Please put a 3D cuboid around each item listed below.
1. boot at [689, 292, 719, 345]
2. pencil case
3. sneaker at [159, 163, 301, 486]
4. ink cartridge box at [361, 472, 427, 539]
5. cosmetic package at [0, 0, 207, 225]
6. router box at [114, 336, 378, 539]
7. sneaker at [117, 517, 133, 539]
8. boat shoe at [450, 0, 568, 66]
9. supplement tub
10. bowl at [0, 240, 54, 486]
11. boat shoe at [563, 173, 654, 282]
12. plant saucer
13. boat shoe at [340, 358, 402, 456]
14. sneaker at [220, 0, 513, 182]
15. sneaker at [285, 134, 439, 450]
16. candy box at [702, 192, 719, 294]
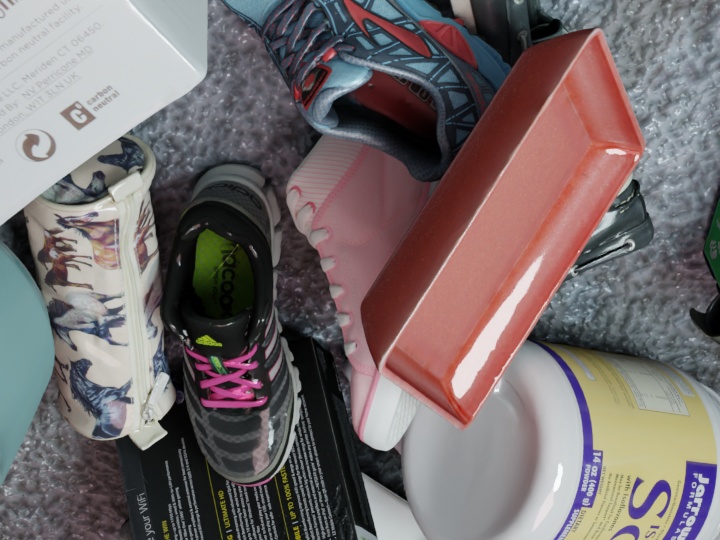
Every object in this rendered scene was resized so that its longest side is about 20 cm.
[{"bbox_3d":[0.307,0.017,1.031,0.138,0.078,0.200,34,121,-24],"label":"boot"},{"bbox_3d":[-0.154,0.011,1.083,0.089,0.078,0.200,27,136,31],"label":"pencil case"},{"bbox_3d":[-0.082,0.041,1.069,0.074,0.087,0.200,2,104,13],"label":"sneaker"},{"bbox_3d":[0.006,0.233,1.228,0.200,0.084,0.146,36,77,-26],"label":"ink cartridge box"},{"bbox_3d":[-0.187,-0.155,0.878,0.165,0.200,0.165,-32,123,20],"label":"cosmetic package"},{"bbox_3d":[-0.070,0.159,1.135,0.149,0.200,0.051,-19,155,12],"label":"router box"},{"bbox_3d":[-0.097,0.238,1.277,0.200,0.075,0.087,37,132,-23],"label":"sneaker"},{"bbox_3d":[0.093,-0.122,1.005,0.062,0.073,0.200,-13,123,11],"label":"boat shoe"},{"bbox_3d":[0.142,0.121,1.125,0.200,0.146,0.145,10,130,-38],"label":"supplement tub"},{"bbox_3d":[-0.261,0.040,1.060,0.201,0.105,0.201,20,132,24],"label":"bowl"},{"bbox_3d":[0.092,0.005,1.102,0.199,0.075,0.066,-33,112,10],"label":"boat shoe"},{"bbox_3d":[0.075,-0.020,0.949,0.200,0.037,0.200,-57,159,-3],"label":"plant saucer"},{"bbox_3d":[0.059,0.113,1.197,0.057,0.069,0.200,-39,124,2],"label":"boat shoe"},{"bbox_3d":[-0.008,-0.120,0.949,0.200,0.096,0.079,34,130,11],"label":"sneaker"},{"bbox_3d":[0.000,0.000,1.040,0.104,0.201,0.075,11,171,13],"label":"sneaker"},{"bbox_3d":[0.314,-0.063,1.062,0.169,0.077,0.200,3,127,-8],"label":"candy box"}]
